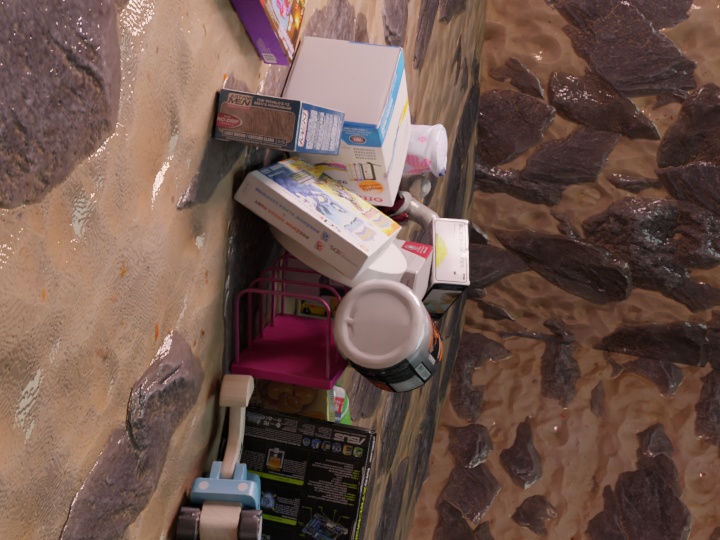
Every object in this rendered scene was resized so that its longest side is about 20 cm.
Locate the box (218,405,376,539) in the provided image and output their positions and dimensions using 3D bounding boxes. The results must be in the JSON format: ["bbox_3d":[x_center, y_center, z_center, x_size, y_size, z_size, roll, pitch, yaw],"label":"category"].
[{"bbox_3d":[-0.093,0.288,1.278,0.048,0.200,0.193,24,75,-78],"label":"box"}]

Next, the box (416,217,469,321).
[{"bbox_3d":[0.126,0.001,1.627,0.200,0.060,0.117,120,-27,-69],"label":"box"}]

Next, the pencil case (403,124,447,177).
[{"bbox_3d":[0.040,-0.193,1.538,0.091,0.200,0.083,50,46,-74],"label":"pencil case"}]

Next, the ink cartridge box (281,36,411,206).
[{"bbox_3d":[-0.017,-0.208,1.389,0.200,0.147,0.145,75,27,-61],"label":"ink cartridge box"}]

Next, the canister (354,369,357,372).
[{"bbox_3d":[0.040,0.092,1.842,0.200,0.086,0.149,-89,-157,-59],"label":"canister"}]

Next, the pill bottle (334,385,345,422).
[{"bbox_3d":[-0.097,0.261,1.424,0.120,0.119,0.200,44,56,-75],"label":"pill bottle"}]

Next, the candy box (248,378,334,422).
[{"bbox_3d":[-0.094,0.236,1.337,0.055,0.115,0.200,41,46,-78],"label":"candy box"}]

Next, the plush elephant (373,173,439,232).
[{"bbox_3d":[0.015,-0.097,1.634,0.155,0.200,0.165,-53,160,-15],"label":"plush elephant"}]

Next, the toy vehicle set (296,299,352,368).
[{"bbox_3d":[-0.004,0.097,1.546,0.027,0.200,0.124,-61,156,-61],"label":"toy vehicle set"}]

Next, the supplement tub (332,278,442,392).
[{"bbox_3d":[0.042,0.093,1.284,0.200,0.122,0.123,53,47,-70],"label":"supplement tub"}]

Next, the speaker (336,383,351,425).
[{"bbox_3d":[-0.056,0.279,1.715,0.200,0.088,0.088,84,19,-50],"label":"speaker"}]

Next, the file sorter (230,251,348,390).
[{"bbox_3d":[-0.077,0.057,1.330,0.200,0.139,0.126,-51,146,-67],"label":"file sorter"}]

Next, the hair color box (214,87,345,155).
[{"bbox_3d":[-0.093,-0.176,1.173,0.200,0.100,0.061,-20,120,-76],"label":"hair color box"}]

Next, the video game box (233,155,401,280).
[{"bbox_3d":[-0.049,-0.074,1.262,0.047,0.182,0.200,-54,177,19],"label":"video game box"}]

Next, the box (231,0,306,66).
[{"bbox_3d":[-0.106,-0.348,1.132,0.200,0.039,0.137,60,40,-71],"label":"box"}]

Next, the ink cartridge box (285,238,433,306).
[{"bbox_3d":[0.000,0.000,1.492,0.148,0.200,0.086,-50,148,-67],"label":"ink cartridge box"}]

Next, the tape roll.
[{"bbox_3d":[-0.031,-0.038,1.335,0.037,0.203,0.203,-61,174,18],"label":"tape roll"}]

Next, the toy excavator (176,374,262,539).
[{"bbox_3d":[-0.165,0.259,1.221,0.200,0.100,0.195,-87,178,-50],"label":"toy excavator"}]
